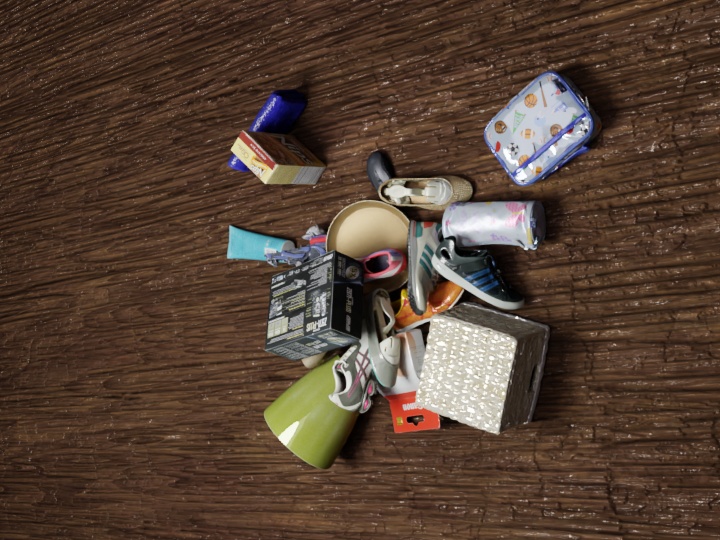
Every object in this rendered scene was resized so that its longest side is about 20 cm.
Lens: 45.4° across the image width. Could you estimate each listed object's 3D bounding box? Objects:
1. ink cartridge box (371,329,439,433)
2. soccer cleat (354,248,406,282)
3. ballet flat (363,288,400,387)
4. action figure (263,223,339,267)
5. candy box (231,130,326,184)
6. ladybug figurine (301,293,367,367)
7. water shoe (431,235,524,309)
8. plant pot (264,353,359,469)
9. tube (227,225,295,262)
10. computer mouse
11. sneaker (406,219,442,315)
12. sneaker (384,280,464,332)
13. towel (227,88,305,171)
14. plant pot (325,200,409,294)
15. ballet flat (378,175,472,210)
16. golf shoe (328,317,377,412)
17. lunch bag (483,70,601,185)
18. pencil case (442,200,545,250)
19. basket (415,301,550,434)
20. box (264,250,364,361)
[{"bbox_3d":[0.080,0.232,1.769,0.162,0.050,0.203,-21,76,54],"label":"ink cartridge box"},{"bbox_3d":[0.000,0.000,1.747,0.198,0.076,0.068,-17,77,26],"label":"soccer cleat"},{"bbox_3d":[0.047,0.129,1.707,0.063,0.067,0.202,-34,58,40],"label":"ballet flat"},{"bbox_3d":[-0.111,-0.002,1.876,0.197,0.105,0.196,2,86,-4],"label":"action figure"},{"bbox_3d":[-0.172,-0.241,1.849,0.115,0.199,0.056,45,114,18],"label":"candy box"},{"bbox_3d":[-0.057,0.117,1.808,0.200,0.136,0.072,-44,77,-3],"label":"ladybug figurine"},{"bbox_3d":[0.234,0.005,1.639,0.198,0.072,0.080,27,110,-3],"label":"water shoe"},{"bbox_3d":[-0.073,0.285,1.840,0.187,0.187,0.201,43,97,24],"label":"plant pot"},{"bbox_3d":[-0.240,-0.055,1.998,0.198,0.050,0.079,10,93,37],"label":"tube"},{"bbox_3d":[0.056,-0.156,1.808,0.058,0.034,0.202,-25,79,30],"label":"computer mouse"},{"bbox_3d":[0.139,-0.009,1.697,0.092,0.071,0.202,0,64,-1],"label":"sneaker"},{"bbox_3d":[0.125,0.062,1.737,0.199,0.073,0.077,-30,115,28],"label":"sneaker"},{"bbox_3d":[-0.203,-0.307,1.907,0.049,0.148,0.201,38,112,6],"label":"towel"},{"bbox_3d":[0.026,-0.049,1.798,0.197,0.027,0.203,4,106,13],"label":"plant pot"},{"bbox_3d":[0.125,-0.155,1.729,0.198,0.065,0.072,-2,94,24],"label":"ballet flat"},{"bbox_3d":[-0.006,0.184,1.746,0.077,0.087,0.203,-18,58,55],"label":"golf shoe"},{"bbox_3d":[0.341,-0.260,1.598,0.200,0.075,0.161,-40,73,28],"label":"lunch bag"},{"bbox_3d":[0.256,-0.088,1.653,0.198,0.083,0.092,3,98,33],"label":"pencil case"},{"bbox_3d":[0.229,0.181,1.638,0.198,0.160,0.201,16,102,33],"label":"basket"},{"bbox_3d":[-0.091,0.073,1.708,0.199,0.086,0.166,-22,56,41],"label":"box"}]
